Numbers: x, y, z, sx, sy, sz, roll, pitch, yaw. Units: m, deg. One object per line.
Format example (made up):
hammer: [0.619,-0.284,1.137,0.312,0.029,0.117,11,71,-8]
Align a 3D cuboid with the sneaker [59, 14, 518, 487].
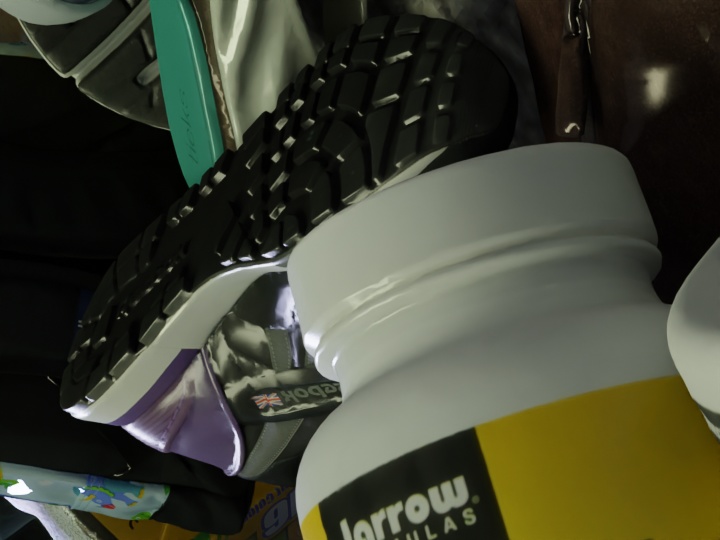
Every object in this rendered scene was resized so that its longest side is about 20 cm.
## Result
sneaker: [0.000,0.000,0.768,0.087,0.076,0.200,29,144,-19]

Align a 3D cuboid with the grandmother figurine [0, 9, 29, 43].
grandmother figurine: [-0.160,-0.134,0.954,0.061,0.121,0.200,-37,104,30]

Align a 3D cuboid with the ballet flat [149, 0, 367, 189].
ballet flat: [-0.036,-0.101,0.779,0.069,0.069,0.200,33,147,42]

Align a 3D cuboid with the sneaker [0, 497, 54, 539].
sneaker: [-0.109,0.168,1.013,0.200,0.074,0.088,61,159,2]

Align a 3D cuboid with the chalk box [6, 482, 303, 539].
chalk box: [-0.064,0.092,1.062,0.124,0.124,0.200,42,157,25]

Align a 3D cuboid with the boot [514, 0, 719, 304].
boot: [0.072,-0.006,0.729,0.200,0.072,0.167,10,121,63]

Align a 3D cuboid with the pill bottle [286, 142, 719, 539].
pill bottle: [0.050,0.079,0.612,0.112,0.112,0.201,118,137,-67]

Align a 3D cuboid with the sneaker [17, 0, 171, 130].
sneaker: [-0.093,-0.118,0.878,0.200,0.078,0.090,44,-176,8]

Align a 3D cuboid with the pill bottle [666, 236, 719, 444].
pill bottle: [0.157,0.067,0.564,0.200,0.114,0.114,58,158,-13]

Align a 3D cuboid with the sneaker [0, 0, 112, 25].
sneaker: [-0.107,-0.167,0.777,0.071,0.073,0.200,-11,106,43]

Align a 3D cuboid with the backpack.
backpack: [-0.139,0.000,0.900,0.154,0.199,0.164,-4,82,64]
